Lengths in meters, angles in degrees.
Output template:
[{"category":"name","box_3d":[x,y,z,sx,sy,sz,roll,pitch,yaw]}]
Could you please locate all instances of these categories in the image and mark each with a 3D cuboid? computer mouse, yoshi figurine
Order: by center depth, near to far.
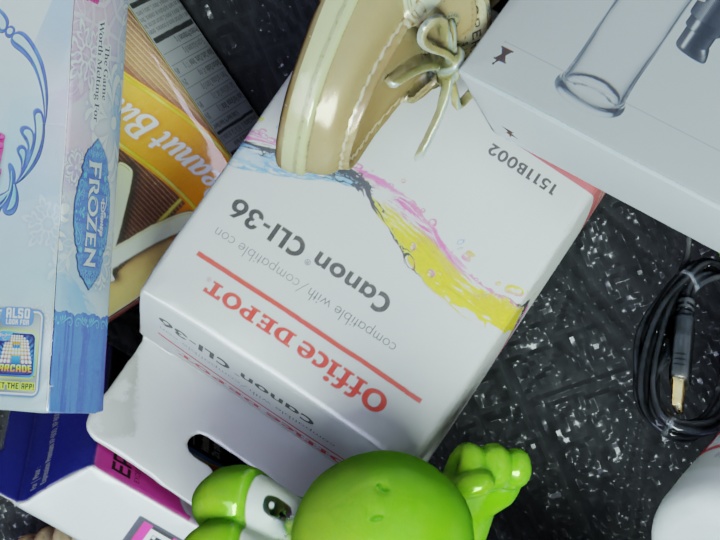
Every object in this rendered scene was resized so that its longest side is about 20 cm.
[{"category":"yoshi figurine","box_3d":[0.034,0.118,0.962,0.200,0.113,0.112,29,110,-33]},{"category":"computer mouse","box_3d":[0.114,-0.036,0.989,0.058,0.201,0.034,10,153,-20]}]

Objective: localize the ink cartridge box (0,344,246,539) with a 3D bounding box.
[{"category":"ink cartridge box","box_3d":[-0.060,0.087,1.074,0.199,0.095,0.037,29,113,-14]}]

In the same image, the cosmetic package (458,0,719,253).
[{"category":"cosmetic package","box_3d":[0.155,-0.074,0.942,0.200,0.052,0.151,29,80,30]}]

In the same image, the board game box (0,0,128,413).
[{"category":"board game box","box_3d":[-0.181,-0.052,1.037,0.199,0.043,0.200,2,88,25]}]

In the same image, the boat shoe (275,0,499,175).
[{"category":"boat shoe","box_3d":[0.037,-0.110,0.985,0.063,0.073,0.200,30,71,7]}]

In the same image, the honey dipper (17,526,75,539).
[{"category":"honey dipper","box_3d":[-0.177,0.147,1.192,0.199,0.038,0.038,-25,97,24]}]

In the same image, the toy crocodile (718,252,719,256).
[{"category":"toy crocodile","box_3d":[0.201,-0.069,1.005,0.200,0.062,0.068,-39,50,23]}]

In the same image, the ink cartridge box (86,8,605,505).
[{"category":"ink cartridge box","box_3d":[0.000,0.000,1.022,0.116,0.068,0.200,32,75,5]}]

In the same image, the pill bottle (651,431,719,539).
[{"category":"pill bottle","box_3d":[0.197,0.052,0.960,0.112,0.200,0.112,35,153,21]}]

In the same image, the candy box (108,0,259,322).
[{"category":"candy box","box_3d":[-0.127,-0.080,1.099,0.115,0.055,0.200,-33,95,22]}]
